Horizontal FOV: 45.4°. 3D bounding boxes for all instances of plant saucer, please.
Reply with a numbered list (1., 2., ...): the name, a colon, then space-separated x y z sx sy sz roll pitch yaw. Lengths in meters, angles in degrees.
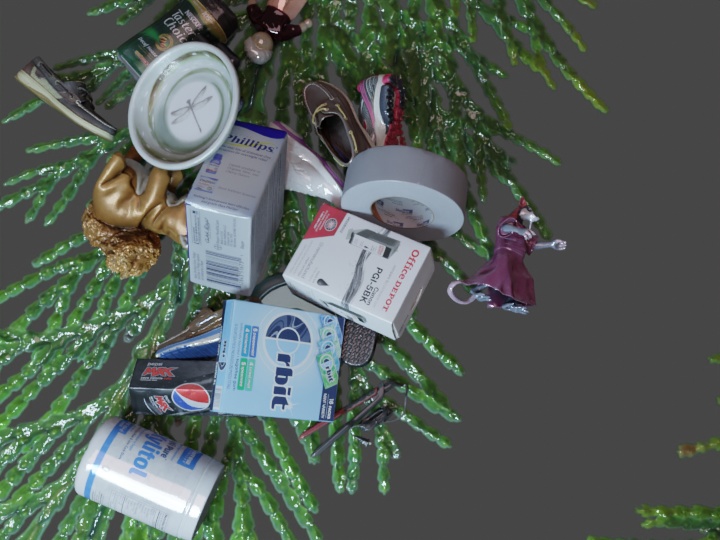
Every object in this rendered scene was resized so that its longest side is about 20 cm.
1. plant saucer: -0.109 0.098 1.436 0.199 0.027 0.201 0 83 -2
2. plant saucer: -0.258 -0.244 1.305 0.199 0.050 0.201 -5 77 24

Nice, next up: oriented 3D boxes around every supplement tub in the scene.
1. supplement tub: -0.327 0.323 1.343 0.199 0.132 0.132 22 82 0

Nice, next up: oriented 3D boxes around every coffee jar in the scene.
1. coffee jar: -0.308 -0.393 1.466 0.200 0.085 0.104 -43 86 -8

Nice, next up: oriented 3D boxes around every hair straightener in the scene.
1. hair straightener: 0.000 0.251 1.418 0.200 0.041 0.077 -31 85 -11

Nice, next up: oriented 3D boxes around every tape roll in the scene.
1. tape roll: 0.071 -0.120 1.382 0.199 0.200 0.066 11 66 -1

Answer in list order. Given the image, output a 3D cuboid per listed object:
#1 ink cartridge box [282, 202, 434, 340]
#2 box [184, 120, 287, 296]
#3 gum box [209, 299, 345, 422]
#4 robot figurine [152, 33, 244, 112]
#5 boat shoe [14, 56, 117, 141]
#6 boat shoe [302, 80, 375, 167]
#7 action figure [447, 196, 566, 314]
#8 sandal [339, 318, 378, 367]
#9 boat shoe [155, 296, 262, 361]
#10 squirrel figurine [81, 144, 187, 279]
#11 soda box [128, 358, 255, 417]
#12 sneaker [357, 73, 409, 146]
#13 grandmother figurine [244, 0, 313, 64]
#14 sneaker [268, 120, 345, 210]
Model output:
1. ink cartridge box: 0.000 0.000 1.382 0.199 0.083 0.147 23 72 17
2. box: -0.191 -0.100 1.345 0.105 0.184 0.200 14 49 3
3. gum box: -0.126 0.144 1.346 0.199 0.044 0.171 12 79 -33
4. robot figurine: -0.276 -0.282 1.413 0.150 0.125 0.200 29 109 -7
5. boat shoe: -0.488 -0.292 1.451 0.201 0.072 0.066 34 87 7
6. boat shoe: -0.045 -0.247 1.443 0.072 0.059 0.200 -44 65 28
7. action figure: 0.251 -0.028 1.451 0.149 0.134 0.201 -5 63 39
8. sandal: 0.014 0.063 1.432 0.075 0.048 0.201 18 79 13
9. boat shoe: -0.243 0.100 1.410 0.199 0.072 0.073 -18 57 7
10. squirrel figurine: -0.348 -0.083 1.414 0.186 0.142 0.200 33 96 -8
11. soda box: -0.265 0.189 1.384 0.199 0.063 0.071 2 39 -2
12. sneaker: 0.033 -0.232 1.471 0.074 0.081 0.201 4 92 34
13. grandmother figurine: -0.144 -0.447 1.496 0.121 0.061 0.201 24 79 10
14. sneaker: -0.098 -0.159 1.460 0.200 0.075 0.100 42 101 3
